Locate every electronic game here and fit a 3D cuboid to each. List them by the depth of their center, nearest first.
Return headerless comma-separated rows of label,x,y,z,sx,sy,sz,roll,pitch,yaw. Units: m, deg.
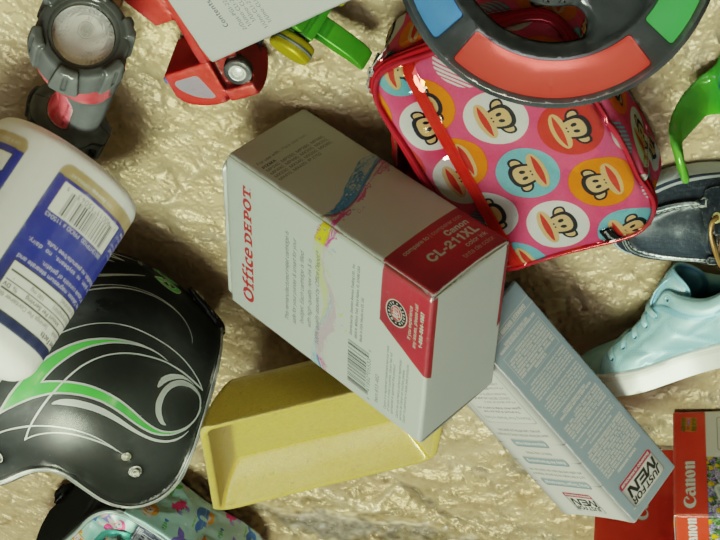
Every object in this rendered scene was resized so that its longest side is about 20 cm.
electronic game,0.117,-0.198,0.909,0.197,0.042,0.203,1,101,4

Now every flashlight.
flashlight,-0.197,-0.127,1.030,0.067,0.069,0.200,-12,173,-20

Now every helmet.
helmet,-0.220,0.082,1.194,0.189,0.202,0.201,20,134,-15

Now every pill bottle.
pill bottle,-0.256,0.007,1.064,0.119,0.201,0.120,29,164,9

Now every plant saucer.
plant saucer,-0.032,0.120,1.230,0.197,0.049,0.201,-12,154,-8

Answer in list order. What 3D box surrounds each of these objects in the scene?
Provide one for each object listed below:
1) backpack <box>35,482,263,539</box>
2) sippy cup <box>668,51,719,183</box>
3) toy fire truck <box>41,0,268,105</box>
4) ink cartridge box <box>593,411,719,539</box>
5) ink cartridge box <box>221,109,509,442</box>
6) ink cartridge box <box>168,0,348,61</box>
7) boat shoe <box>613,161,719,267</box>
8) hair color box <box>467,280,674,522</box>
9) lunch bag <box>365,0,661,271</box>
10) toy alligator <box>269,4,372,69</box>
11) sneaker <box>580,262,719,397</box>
backpack,-0.191,0.282,1.418,0.199,0.152,0.177,30,131,-23
sippy cup,0.295,-0.093,0.965,0.139,0.131,0.178,31,132,-18
toy fire truck,-0.161,-0.188,1.025,0.139,0.049,0.201,-12,131,22
ink cartridge box,0.287,0.169,1.229,0.197,0.110,0.051,-2,133,13
ink cartridge box,0.000,0.000,1.082,0.199,0.082,0.147,35,143,29
ink cartridge box,-0.054,-0.222,0.865,0.174,0.201,0.084,-19,128,27
boat shoe,0.267,-0.026,1.060,0.198,0.091,0.071,-9,129,19
hair color box,0.139,0.102,1.176,0.200,0.061,0.099,49,159,-15
lunch bag,0.097,-0.097,1.042,0.174,0.082,0.201,-15,126,28
toy alligator,-0.071,-0.193,0.991,0.199,0.060,0.054,34,174,-35
sneaker,0.239,0.036,1.156,0.198,0.074,0.083,-21,96,34
